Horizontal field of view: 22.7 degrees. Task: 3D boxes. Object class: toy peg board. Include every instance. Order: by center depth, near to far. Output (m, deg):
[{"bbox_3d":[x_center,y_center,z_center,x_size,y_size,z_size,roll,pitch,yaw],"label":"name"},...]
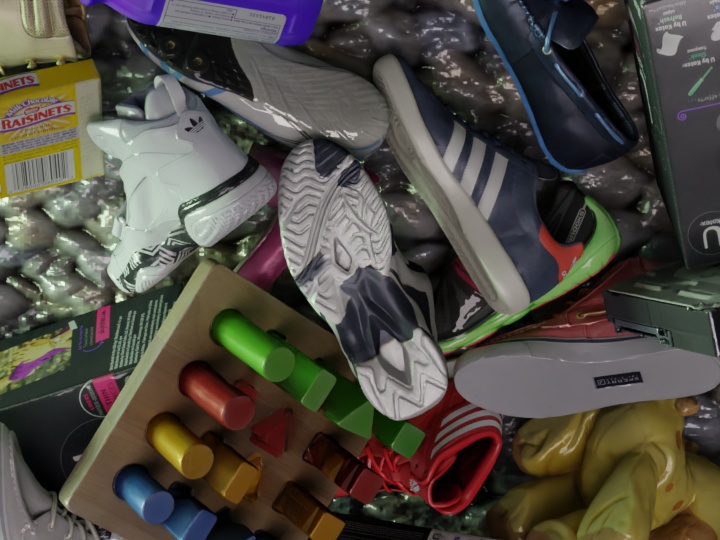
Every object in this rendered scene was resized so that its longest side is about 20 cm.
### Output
[{"bbox_3d":[-0.070,0.131,1.263,0.200,0.098,0.200,34,87,-36],"label":"toy peg board"}]

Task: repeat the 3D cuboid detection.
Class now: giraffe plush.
[{"bbox_3d":[0.220,0.176,1.383,0.162,0.172,0.201,40,78,-32],"label":"giraffe plush"}]

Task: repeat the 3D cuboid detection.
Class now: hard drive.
[{"bbox_3d":[0.284,0.005,1.232,0.199,0.140,0.038,-18,102,-19],"label":"hard drive"}]

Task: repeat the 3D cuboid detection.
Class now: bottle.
[{"bbox_3d":[-0.125,-0.197,1.162,0.198,0.084,0.066,6,135,-20],"label":"bottle"}]

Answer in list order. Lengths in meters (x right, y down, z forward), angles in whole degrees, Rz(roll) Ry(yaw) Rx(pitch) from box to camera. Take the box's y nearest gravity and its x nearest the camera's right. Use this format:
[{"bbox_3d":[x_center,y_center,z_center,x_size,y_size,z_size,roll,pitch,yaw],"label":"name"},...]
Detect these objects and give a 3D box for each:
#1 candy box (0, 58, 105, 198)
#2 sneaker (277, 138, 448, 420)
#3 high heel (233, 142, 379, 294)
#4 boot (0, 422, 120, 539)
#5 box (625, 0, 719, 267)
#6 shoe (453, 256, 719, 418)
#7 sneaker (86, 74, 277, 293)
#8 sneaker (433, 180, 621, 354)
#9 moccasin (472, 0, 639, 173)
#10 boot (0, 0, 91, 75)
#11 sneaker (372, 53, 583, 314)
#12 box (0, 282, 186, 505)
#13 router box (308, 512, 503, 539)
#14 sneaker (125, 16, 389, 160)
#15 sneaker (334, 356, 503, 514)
[{"bbox_3d":[-0.271,-0.081,1.205,0.199,0.027,0.103,-14,144,-16],"label":"candy box"},{"bbox_3d":[0.000,0.000,1.257,0.079,0.130,0.200,-31,97,2],"label":"sneaker"},{"bbox_3d":[-0.050,0.007,1.310,0.095,0.067,0.202,13,105,3],"label":"high heel"},{"bbox_3d":[-0.220,0.181,1.296,0.095,0.074,0.201,-6,131,-4],"label":"boot"},{"bbox_3d":[0.243,-0.123,1.197,0.105,0.123,0.201,-12,119,6],"label":"box"},{"bbox_3d":[0.169,0.049,1.327,0.198,0.091,0.072,-6,135,14],"label":"shoe"},{"bbox_3d":[-0.142,-0.062,1.248,0.115,0.075,0.200,54,144,-5],"label":"sneaker"},{"bbox_3d":[0.096,0.000,1.317,0.199,0.077,0.084,-31,86,20],"label":"sneaker"},{"bbox_3d":[0.132,-0.163,1.203,0.068,0.081,0.201,-11,122,34],"label":"moccasin"},{"bbox_3d":[-0.261,-0.137,1.226,0.154,0.073,0.201,-1,117,-1],"label":"boot"},{"bbox_3d":[0.084,-0.072,1.245,0.084,0.075,0.201,-30,86,-10],"label":"sneaker"},{"bbox_3d":[-0.203,0.110,1.347,0.199,0.106,0.123,-18,119,10],"label":"box"},{"bbox_3d":[0.049,0.255,1.393,0.199,0.051,0.150,4,143,35],"label":"router box"},{"bbox_3d":[-0.075,-0.131,1.235,0.199,0.072,0.072,28,156,-6],"label":"sneaker"},{"bbox_3d":[0.018,0.144,1.363,0.199,0.116,0.078,-31,116,16],"label":"sneaker"}]
